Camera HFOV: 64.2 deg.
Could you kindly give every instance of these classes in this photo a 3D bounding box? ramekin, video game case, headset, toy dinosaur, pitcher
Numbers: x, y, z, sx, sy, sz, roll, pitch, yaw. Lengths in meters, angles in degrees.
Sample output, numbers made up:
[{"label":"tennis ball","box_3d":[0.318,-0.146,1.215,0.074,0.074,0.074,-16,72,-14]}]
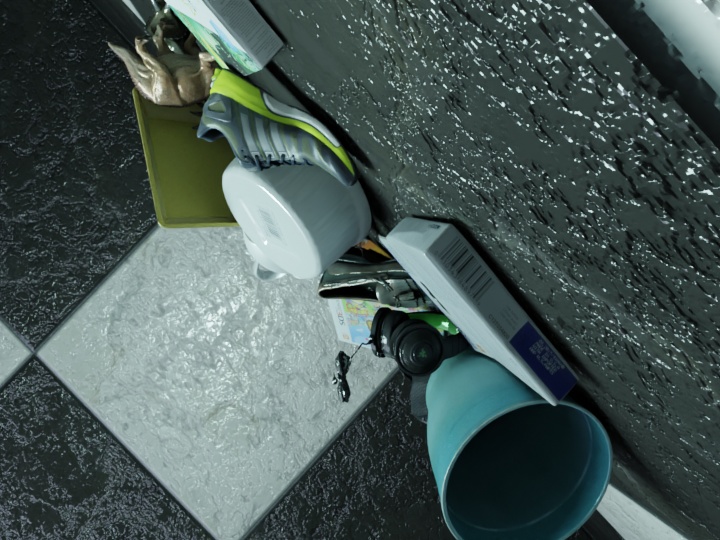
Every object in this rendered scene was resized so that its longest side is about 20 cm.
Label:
[{"label":"ramekin","box_3d":[-0.089,-0.086,0.749,0.198,0.098,0.202,35,155,19]},{"label":"video game case","box_3d":[0.040,0.071,0.891,0.195,0.022,0.185,12,141,21]},{"label":"headset","box_3d":[0.053,0.103,0.741,0.122,0.195,0.097,17,113,56]},{"label":"toy dinosaur","box_3d":[-0.244,-0.304,0.829,0.201,0.076,0.103,53,-174,-31]},{"label":"toy dinosaur","box_3d":[-0.234,-0.248,0.768,0.087,0.194,0.138,-104,20,-47]},{"label":"pitcher","box_3d":[-0.141,-0.039,1.002,0.200,0.168,0.124,40,-151,-64]}]

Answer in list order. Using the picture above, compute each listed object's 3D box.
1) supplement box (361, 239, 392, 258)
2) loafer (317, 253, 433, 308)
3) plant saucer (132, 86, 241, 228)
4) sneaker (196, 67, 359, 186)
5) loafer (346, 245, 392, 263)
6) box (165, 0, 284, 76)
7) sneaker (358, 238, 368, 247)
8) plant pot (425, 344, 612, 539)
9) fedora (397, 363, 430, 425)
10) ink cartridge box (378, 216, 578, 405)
[{"label":"supplement box","box_3d":[0.068,0.036,0.986,0.199,0.069,0.067,40,175,32]},{"label":"loafer","box_3d":[0.027,0.025,0.762,0.196,0.064,0.073,7,140,38]},{"label":"plant saucer","box_3d":[-0.221,-0.151,0.824,0.196,0.048,0.206,-5,-103,-43]},{"label":"sneaker","box_3d":[-0.090,-0.137,0.623,0.197,0.082,0.074,30,-178,12]},{"label":"loafer","box_3d":[0.000,0.000,0.906,0.195,0.075,0.071,18,176,-10]},{"label":"box","box_3d":[-0.151,-0.258,0.561,0.145,0.036,0.200,48,178,-24]},{"label":"sneaker","box_3d":[0.018,-0.001,1.116,0.201,0.071,0.080,51,174,-33]},{"label":"plant pot","box_3d":[0.164,0.194,0.697,0.200,0.199,0.189,46,-174,-22]},{"label":"fedora","box_3d":[0.140,0.187,0.866,0.195,0.093,0.203,14,148,9]},{"label":"ink cartridge box","box_3d":[0.112,0.029,0.602,0.200,0.041,0.200,48,177,-13]}]
